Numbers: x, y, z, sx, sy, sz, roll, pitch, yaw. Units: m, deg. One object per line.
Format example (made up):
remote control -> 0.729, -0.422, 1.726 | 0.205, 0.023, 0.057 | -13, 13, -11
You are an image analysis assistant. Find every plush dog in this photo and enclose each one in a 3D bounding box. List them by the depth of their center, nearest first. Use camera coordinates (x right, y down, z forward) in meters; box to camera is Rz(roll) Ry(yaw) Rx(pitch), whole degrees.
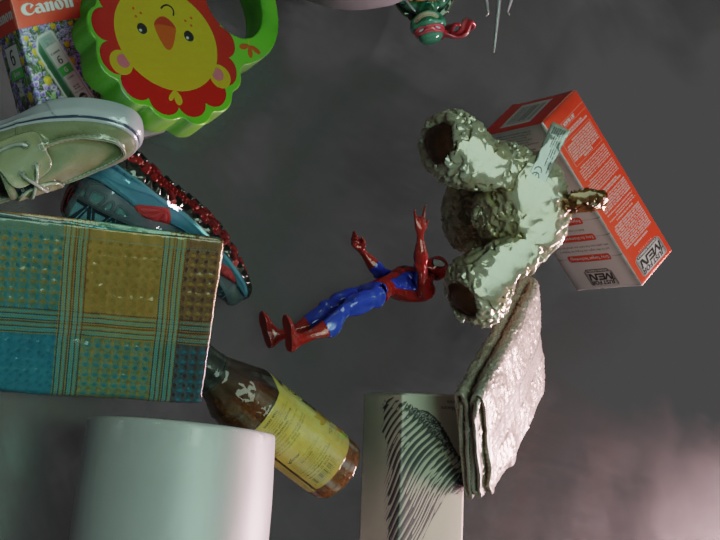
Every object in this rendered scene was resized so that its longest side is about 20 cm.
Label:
plush dog -> 0.130, -0.061, 1.391 | 0.159, 0.172, 0.202 | -13, 98, -14

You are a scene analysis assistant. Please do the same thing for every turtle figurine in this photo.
turtle figurine -> 0.059, -0.292, 1.402 | 0.148, 0.101, 0.202 | -7, 81, -19

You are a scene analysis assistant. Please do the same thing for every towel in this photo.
towel -> -0.216, 0.032, 1.196 | 0.198, 0.022, 0.148 | 6, 102, -20
towel -> 0.137, 0.110, 1.396 | 0.200, 0.034, 0.134 | -56, 147, -47

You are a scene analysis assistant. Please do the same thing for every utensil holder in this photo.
utensil holder -> -0.155, 0.226, 1.184 | 0.169, 0.169, 0.202 | 10, 79, -32

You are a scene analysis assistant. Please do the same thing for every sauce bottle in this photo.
sauce bottle -> -0.087, 0.123, 1.295 | 0.200, 0.066, 0.066 | 43, 65, -25

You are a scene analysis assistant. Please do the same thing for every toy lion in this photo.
toy lion -> -0.148, -0.204, 1.210 | 0.199, 0.068, 0.194 | -5, 74, -42

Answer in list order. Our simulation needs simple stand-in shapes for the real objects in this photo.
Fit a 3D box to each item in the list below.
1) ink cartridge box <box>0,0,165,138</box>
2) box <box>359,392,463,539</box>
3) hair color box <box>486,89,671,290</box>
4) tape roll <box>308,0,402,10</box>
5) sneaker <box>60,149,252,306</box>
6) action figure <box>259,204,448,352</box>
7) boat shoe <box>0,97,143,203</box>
ink cartridge box -> -0.243, -0.198, 1.226 | 0.108, 0.050, 0.202 | -18, 97, -33
box -> 0.048, 0.215, 1.375 | 0.081, 0.068, 0.202 | 4, 84, -34
hair color box -> 0.218, -0.078, 1.491 | 0.061, 0.101, 0.201 | -43, 110, -28
tape roll -> -0.006, -0.338, 1.329 | 0.198, 0.066, 0.202 | 1, 70, -4
sneaker -> -0.176, -0.025, 1.257 | 0.095, 0.080, 0.200 | -41, 126, 8
action figure -> 0.000, 0.000, 1.361 | 0.199, 0.065, 0.100 | -17, 104, -33
boat shoe -> -0.264, -0.081, 1.144 | 0.198, 0.072, 0.063 | -11, 53, 4
